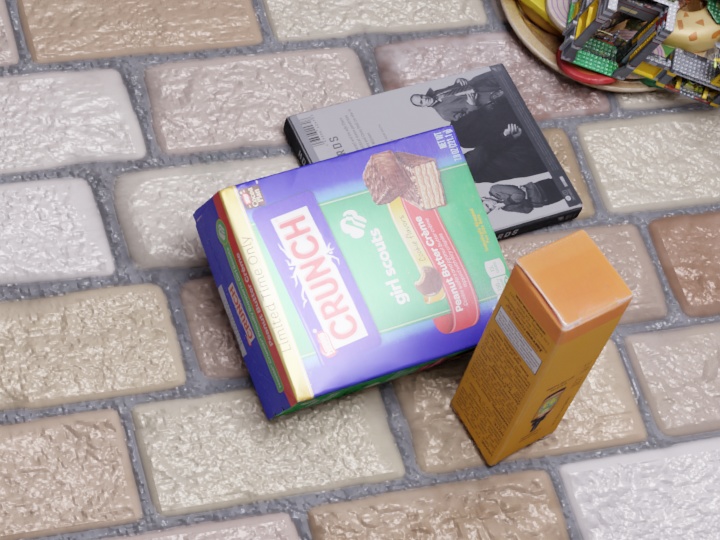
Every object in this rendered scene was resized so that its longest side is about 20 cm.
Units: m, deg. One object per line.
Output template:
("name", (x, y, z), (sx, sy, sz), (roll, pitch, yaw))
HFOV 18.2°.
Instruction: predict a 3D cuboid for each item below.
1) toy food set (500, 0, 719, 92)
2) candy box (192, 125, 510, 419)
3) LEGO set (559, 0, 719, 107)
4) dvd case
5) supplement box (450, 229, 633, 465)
("toy food set", (0.212, -0.231, 1.911), (0.200, 0.049, 0.198), (40, 57, 11))
("candy box", (0.000, 0.000, 1.663), (0.200, 0.077, 0.169), (-17, 80, -23))
("LEGO set", (0.259, -0.222, 1.820), (0.200, 0.116, 0.154), (26, 65, -9))
("dvd case", (0.058, -0.082, 1.785), (0.200, 0.025, 0.150), (-16, 64, -23))
("supplement box", (0.126, 0.058, 1.606), (0.066, 0.200, 0.069), (-24, 64, -27))
